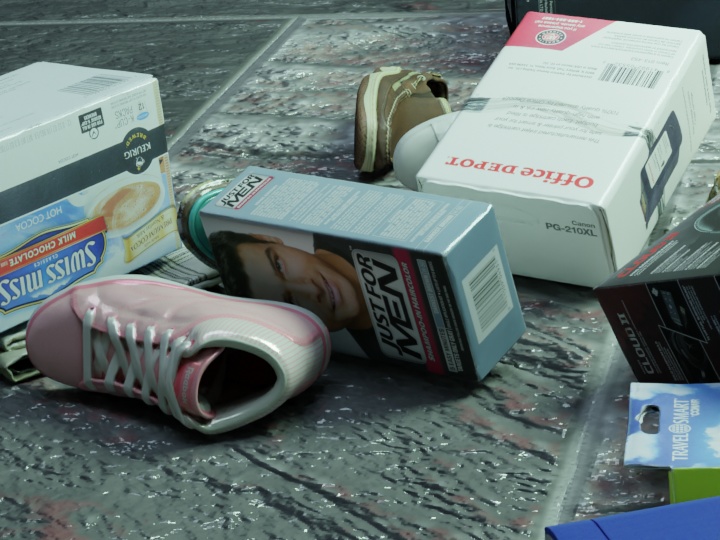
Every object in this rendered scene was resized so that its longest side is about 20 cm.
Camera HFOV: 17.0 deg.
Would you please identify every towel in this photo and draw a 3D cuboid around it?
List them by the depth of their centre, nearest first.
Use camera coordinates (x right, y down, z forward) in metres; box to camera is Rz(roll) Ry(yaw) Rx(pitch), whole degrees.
[{"bbox_3d":[-0.196,0.014,1.687,0.192,0.035,0.200,-15,22,-26],"label":"towel"}]

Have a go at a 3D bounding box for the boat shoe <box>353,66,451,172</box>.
[{"bbox_3d":[0.039,-0.131,1.983,0.075,0.075,0.202,4,20,6],"label":"boat shoe"}]

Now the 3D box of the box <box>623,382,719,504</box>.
[{"bbox_3d":[0.247,0.100,1.319,0.199,0.048,0.122,-2,19,9],"label":"box"}]

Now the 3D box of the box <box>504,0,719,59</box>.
[{"bbox_3d":[0.235,-0.270,2.246,0.198,0.124,0.200,-5,21,2],"label":"box"}]

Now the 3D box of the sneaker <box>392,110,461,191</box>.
[{"bbox_3d":[0.117,-0.079,1.813,0.199,0.073,0.085,1,18,13],"label":"sneaker"}]

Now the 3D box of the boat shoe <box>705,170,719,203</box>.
[{"bbox_3d":[0.280,-0.054,1.702,0.071,0.076,0.200,-3,19,6],"label":"boat shoe"}]

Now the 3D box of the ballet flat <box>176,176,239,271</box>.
[{"bbox_3d":[-0.062,-0.030,1.679,0.200,0.072,0.072,7,7,-42],"label":"ballet flat"}]

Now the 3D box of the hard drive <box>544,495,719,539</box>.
[{"bbox_3d":[0.185,0.117,0.918,0.199,0.025,0.132,-9,21,-11],"label":"hard drive"}]

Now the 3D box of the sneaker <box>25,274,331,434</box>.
[{"bbox_3d":[-0.125,0.052,1.499,0.199,0.076,0.105,4,16,11],"label":"sneaker"}]

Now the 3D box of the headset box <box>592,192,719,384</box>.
[{"bbox_3d":[0.250,0.000,1.449,0.149,0.077,0.200,-34,15,-29],"label":"headset box"}]

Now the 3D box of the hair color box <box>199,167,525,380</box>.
[{"bbox_3d":[0.000,0.000,1.548,0.199,0.099,0.061,11,41,38],"label":"hair color box"}]

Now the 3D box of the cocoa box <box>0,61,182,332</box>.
[{"bbox_3d":[-0.242,-0.050,1.654,0.133,0.132,0.200,10,27,41],"label":"cocoa box"}]

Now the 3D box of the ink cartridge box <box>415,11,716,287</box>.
[{"bbox_3d":[0.149,-0.088,1.712,0.144,0.085,0.200,10,46,28],"label":"ink cartridge box"}]
